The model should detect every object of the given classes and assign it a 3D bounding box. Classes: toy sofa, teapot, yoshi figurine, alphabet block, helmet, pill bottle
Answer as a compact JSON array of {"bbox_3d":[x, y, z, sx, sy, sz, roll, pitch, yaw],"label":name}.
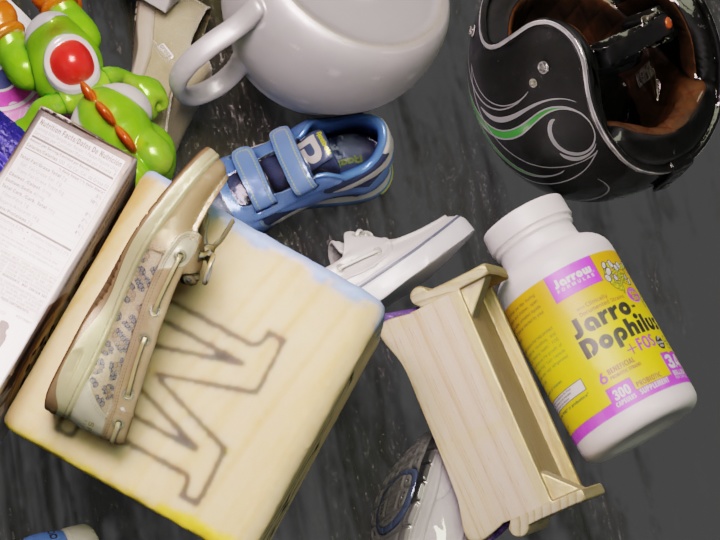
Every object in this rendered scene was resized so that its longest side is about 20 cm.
[{"bbox_3d":[0.098,0.102,1.500,0.097,0.083,0.201,-26,80,14],"label":"toy sofa"},{"bbox_3d":[-0.036,-0.194,1.573,0.199,0.146,0.199,23,48,-15],"label":"teapot"},{"bbox_3d":[-0.205,-0.125,1.501,0.112,0.113,0.200,-4,48,-52],"label":"yoshi figurine"},{"bbox_3d":[-0.112,0.077,1.412,0.195,0.195,0.201,29,80,5],"label":"alphabet block"},{"bbox_3d":[0.180,-0.156,1.604,0.198,0.190,0.202,-3,95,-32],"label":"helmet"},{"bbox_3d":[0.175,0.043,1.564,0.104,0.104,0.201,-23,74,-20],"label":"pill bottle"}]

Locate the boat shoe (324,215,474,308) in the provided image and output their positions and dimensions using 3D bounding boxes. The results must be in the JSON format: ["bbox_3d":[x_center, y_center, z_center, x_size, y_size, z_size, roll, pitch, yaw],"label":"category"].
[{"bbox_3d":[0.000,0.000,1.562,0.199,0.074,0.066,-32,81,-23],"label":"boat shoe"}]

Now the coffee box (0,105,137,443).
[{"bbox_3d":[-0.234,0.005,1.358,0.079,0.113,0.201,27,70,2],"label":"coffee box"}]

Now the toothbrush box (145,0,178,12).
[{"bbox_3d":[-0.203,-0.317,1.615,0.199,0.086,0.146,31,34,1],"label":"toothbrush box"}]

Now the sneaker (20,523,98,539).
[{"bbox_3d":[-0.219,0.281,1.391,0.110,0.077,0.201,-10,65,-22],"label":"sneaker"}]

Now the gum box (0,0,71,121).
[{"bbox_3d":[-0.290,-0.137,1.560,0.200,0.066,0.113,44,65,8],"label":"gum box"}]

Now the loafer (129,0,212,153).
[{"bbox_3d":[-0.153,-0.147,1.590,0.068,0.076,0.202,3,66,-5],"label":"loafer"}]

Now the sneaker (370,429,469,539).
[{"bbox_3d":[0.055,0.218,1.494,0.086,0.074,0.202,19,66,-23],"label":"sneaker"}]

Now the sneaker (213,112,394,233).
[{"bbox_3d":[-0.061,-0.078,1.577,0.199,0.082,0.074,-22,75,-19],"label":"sneaker"}]

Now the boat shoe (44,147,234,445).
[{"bbox_3d":[-0.134,0.015,1.295,0.062,0.073,0.201,30,92,-2],"label":"boat shoe"}]

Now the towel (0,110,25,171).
[{"bbox_3d":[-0.281,-0.038,1.483,0.200,0.148,0.049,42,28,8],"label":"towel"}]
